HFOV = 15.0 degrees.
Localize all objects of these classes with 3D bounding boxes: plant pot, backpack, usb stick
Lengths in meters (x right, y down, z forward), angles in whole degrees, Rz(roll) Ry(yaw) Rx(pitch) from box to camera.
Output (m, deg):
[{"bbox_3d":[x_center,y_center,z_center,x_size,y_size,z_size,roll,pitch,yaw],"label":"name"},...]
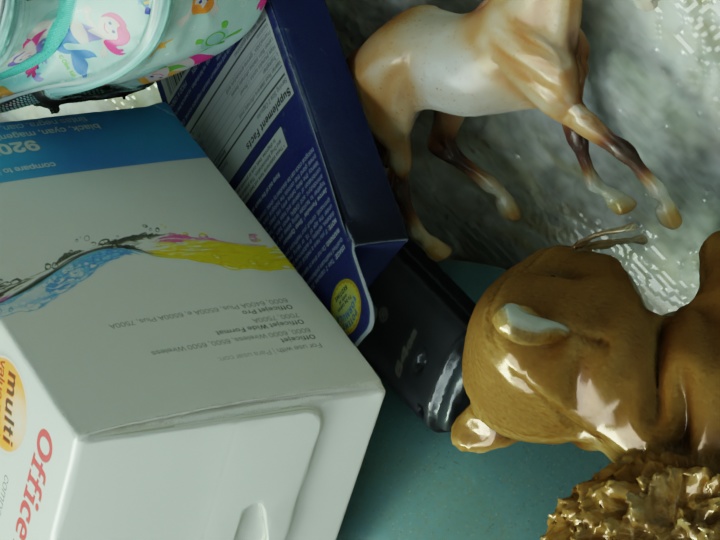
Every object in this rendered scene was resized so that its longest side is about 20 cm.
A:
[{"bbox_3d":[0.040,0.116,1.227,0.199,0.135,0.201,23,137,23],"label":"plant pot"},{"bbox_3d":[-0.136,-0.155,1.150,0.199,0.150,0.179,-7,98,39],"label":"backpack"},{"bbox_3d":[0.000,0.000,1.197,0.200,0.032,0.056,46,114,45],"label":"usb stick"}]

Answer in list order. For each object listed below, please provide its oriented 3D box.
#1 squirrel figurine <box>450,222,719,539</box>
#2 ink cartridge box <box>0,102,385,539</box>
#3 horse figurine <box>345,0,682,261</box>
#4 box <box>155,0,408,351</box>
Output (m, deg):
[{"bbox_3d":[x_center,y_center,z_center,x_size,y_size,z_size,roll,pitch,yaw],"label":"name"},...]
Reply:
[{"bbox_3d":[0.127,0.072,1.068,0.186,0.201,0.142,17,148,-5],"label":"squirrel figurine"},{"bbox_3d":[-0.111,0.052,1.149,0.200,0.144,0.148,50,136,39],"label":"ink cartridge box"},{"bbox_3d":[0.053,-0.072,1.142,0.199,0.050,0.133,-6,121,45],"label":"horse figurine"},{"bbox_3d":[-0.034,-0.042,1.179,0.121,0.032,0.201,-50,52,53],"label":"box"}]
